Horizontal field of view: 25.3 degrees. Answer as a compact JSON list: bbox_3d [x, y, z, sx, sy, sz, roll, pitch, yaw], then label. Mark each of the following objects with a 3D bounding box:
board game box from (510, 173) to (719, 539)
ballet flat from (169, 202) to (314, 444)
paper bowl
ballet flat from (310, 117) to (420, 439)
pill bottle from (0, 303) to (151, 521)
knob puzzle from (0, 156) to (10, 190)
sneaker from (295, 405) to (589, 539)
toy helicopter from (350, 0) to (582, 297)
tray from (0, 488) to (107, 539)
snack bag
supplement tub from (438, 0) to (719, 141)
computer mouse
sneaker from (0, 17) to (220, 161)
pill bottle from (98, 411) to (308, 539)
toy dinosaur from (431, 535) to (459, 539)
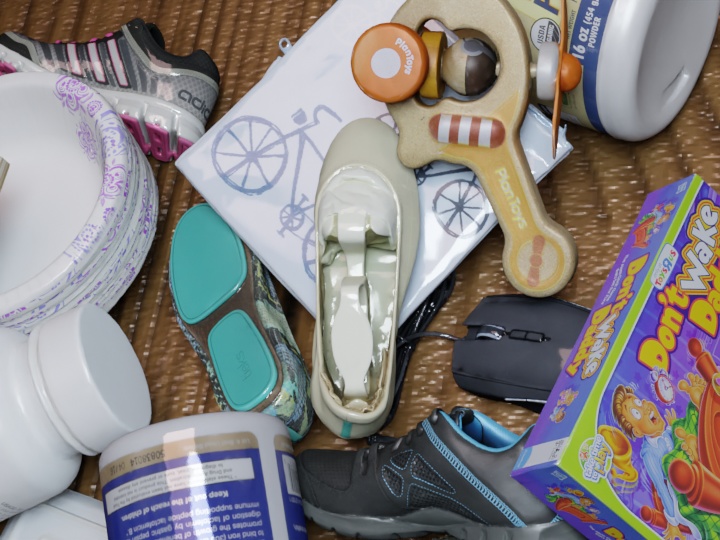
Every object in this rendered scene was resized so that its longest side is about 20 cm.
[{"bbox_3d":[0.182,0.068,0.888,0.045,0.134,0.201,-26,30,58],"label":"board game box"},{"bbox_3d":[-0.076,0.039,1.047,0.074,0.075,0.201,-24,45,4],"label":"ballet flat"},{"bbox_3d":[-0.235,-0.029,1.122,0.198,0.105,0.203,-9,58,14],"label":"paper bowl"},{"bbox_3d":[0.000,0.000,0.976,0.069,0.069,0.203,-2,80,18],"label":"ballet flat"},{"bbox_3d":[-0.240,0.102,1.024,0.198,0.114,0.115,-25,54,12],"label":"pill bottle"},{"bbox_3d":[-0.338,0.003,1.055,0.217,0.030,0.222,-17,52,23],"label":"knob puzzle"},{"bbox_3d":[0.043,0.114,0.932,0.198,0.073,0.083,3,100,32],"label":"sneaker"},{"bbox_3d":[0.087,-0.082,0.972,0.131,0.079,0.202,-23,93,13],"label":"toy helicopter"},{"bbox_3d":[-0.158,0.202,1.005,0.198,0.022,0.108,16,67,27],"label":"tray"},{"bbox_3d":[0.006,-0.075,1.032,0.200,0.021,0.189,-46,77,4],"label":"snack bag"},{"bbox_3d":[0.123,-0.181,1.065,0.198,0.145,0.145,23,69,29],"label":"supplement tub"},{"bbox_3d":[0.084,0.069,0.985,0.198,0.046,0.141,21,68,28],"label":"computer mouse"},{"bbox_3d":[-0.186,-0.148,1.198,0.198,0.074,0.088,19,67,23],"label":"sneaker"},{"bbox_3d":[-0.080,0.191,0.909,0.114,0.116,0.202,-14,72,10],"label":"pill bottle"},{"bbox_3d":[0.112,0.199,0.900,0.198,0.048,0.089,8,56,19],"label":"toy dinosaur"}]
